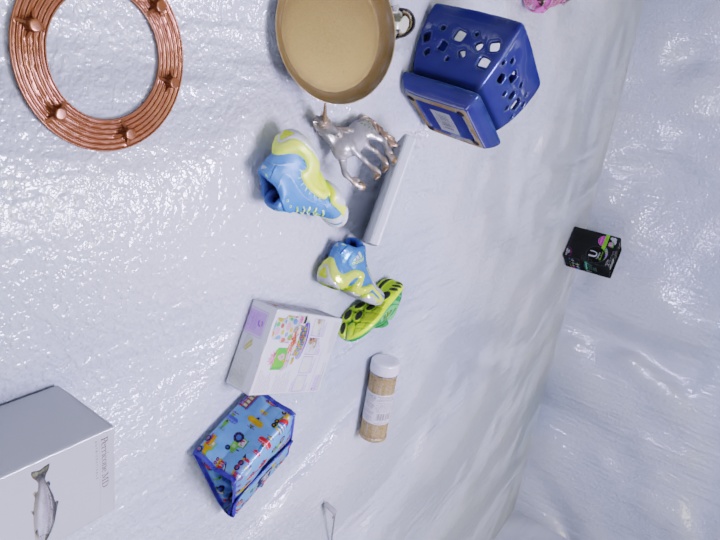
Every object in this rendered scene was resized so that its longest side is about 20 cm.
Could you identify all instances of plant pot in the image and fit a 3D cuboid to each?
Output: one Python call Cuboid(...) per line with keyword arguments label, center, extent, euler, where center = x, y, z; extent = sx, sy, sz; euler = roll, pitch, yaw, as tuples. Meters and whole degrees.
Cuboid(label="plant pot", center=(0.206, -0.360, 1.132), extent=(0.181, 0.199, 0.200), euler=(-60, 148, -3))
Cuboid(label="plant pot", center=(-0.037, -0.344, 0.851), extent=(0.199, 0.027, 0.202), euler=(-9, 108, -30))

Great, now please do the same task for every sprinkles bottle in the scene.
Cuboid(label="sprinkles bottle", center=(0.043, 0.296, 1.361), extent=(0.068, 0.068, 0.202), euler=(-16, 121, -54))

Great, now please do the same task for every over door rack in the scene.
Cuboid(label="over door rack", center=(-0.092, 0.658, 1.353), extent=(0.148, 0.066, 0.201), euler=(-41, 139, -40))

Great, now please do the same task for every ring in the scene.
Cuboid(label="ring", center=(-0.265, -0.225, 0.623), extent=(0.200, 0.019, 0.202), euler=(-34, 134, -44))

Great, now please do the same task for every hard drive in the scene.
Cuboid(label="hard drive", center=(0.050, -0.144, 1.098), extent=(0.132, 0.026, 0.201), euler=(-150, -102, -85))

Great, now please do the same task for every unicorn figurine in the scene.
Cuboid(label="unicorn figurine", center=(-0.011, -0.209, 0.974), extent=(0.138, 0.074, 0.200), euler=(52, 26, -8))

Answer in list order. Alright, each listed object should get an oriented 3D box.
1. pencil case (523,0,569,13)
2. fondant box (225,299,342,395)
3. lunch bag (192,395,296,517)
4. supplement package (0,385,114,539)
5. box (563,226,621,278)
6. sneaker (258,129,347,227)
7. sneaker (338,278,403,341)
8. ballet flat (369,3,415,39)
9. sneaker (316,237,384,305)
Cuboid(label="pencil case", center=(0.477, -0.702, 1.475), extent=(0.200, 0.086, 0.083), euler=(-37, 166, -42))
Cuboid(label="fondant box", center=(-0.124, 0.135, 1.013), extent=(0.200, 0.058, 0.145), euler=(17, 92, -60))
Cuboid(label="lunch bag", center=(-0.189, 0.324, 1.011), extent=(0.151, 0.094, 0.201), euler=(-46, 154, -35))
Cuboid(label="supplement package", center=(-0.374, 0.224, 0.607), extent=(0.199, 0.117, 0.118), euler=(-20, 123, -53))
Cuboid(label="box", center=(1.002, -0.079, 2.546), extent=(0.149, 0.199, 0.124), euler=(-62, 147, -12))
Cuboid(label="sneaker", center=(-0.095, -0.115, 0.904), extent=(0.105, 0.076, 0.200), euler=(-48, 137, -15))
Cuboid(label="sneaker", center=(0.032, 0.095, 1.222), extent=(0.200, 0.074, 0.084), euler=(-39, 134, -42))
Cuboid(label="ballet flat", center=(0.025, -0.395, 0.940), extent=(0.200, 0.073, 0.074), euler=(-28, 130, -48))
Cuboid(label="sneaker", center=(0.000, 0.000, 1.117), extent=(0.200, 0.075, 0.106), euler=(25, 85, -58))
